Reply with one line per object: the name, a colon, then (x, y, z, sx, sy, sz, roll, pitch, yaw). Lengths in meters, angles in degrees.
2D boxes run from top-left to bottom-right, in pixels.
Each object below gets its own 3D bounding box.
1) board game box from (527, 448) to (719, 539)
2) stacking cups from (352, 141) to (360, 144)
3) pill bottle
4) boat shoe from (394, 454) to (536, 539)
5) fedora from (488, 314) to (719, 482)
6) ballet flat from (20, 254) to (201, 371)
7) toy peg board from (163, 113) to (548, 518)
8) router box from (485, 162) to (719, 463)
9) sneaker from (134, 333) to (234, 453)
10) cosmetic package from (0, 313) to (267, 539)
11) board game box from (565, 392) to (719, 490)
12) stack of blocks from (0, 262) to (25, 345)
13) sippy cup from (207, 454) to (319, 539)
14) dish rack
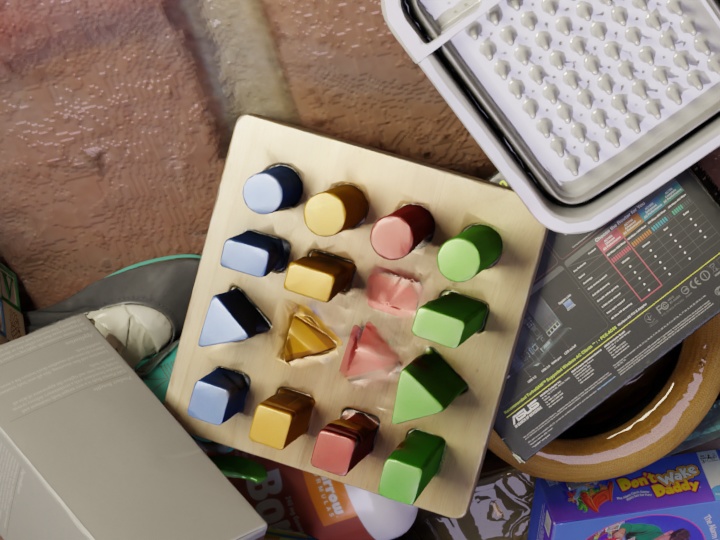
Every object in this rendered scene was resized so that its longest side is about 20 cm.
board game box: (0.185, 0.217, 1.567, 0.134, 0.045, 0.201, -6, 136, -10)
stacking cups: (0.000, 0.000, 1.424, 0.060, 0.061, 0.201, -6, 131, 1)
pill bottle: (-0.031, 0.145, 1.524, 0.199, 0.113, 0.112, -20, 135, 15)
boat shoe: (0.112, 0.159, 1.589, 0.199, 0.068, 0.072, -8, 113, 4)
fedora: (0.146, 0.035, 1.421, 0.199, 0.082, 0.202, 2, 100, 8)
ballet flat: (-0.181, 0.049, 1.440, 0.199, 0.073, 0.073, -16, 136, 11)
toy peg board: (-0.012, 0.031, 1.291, 0.198, 0.098, 0.201, 17, 99, 9)
router box: (0.129, -0.002, 1.340, 0.200, 0.062, 0.150, -38, 90, 14)
sneaker: (-0.086, 0.046, 1.399, 0.083, 0.121, 0.200, 34, 141, 17)
cosmetic package: (-0.159, 0.130, 1.320, 0.107, 0.200, 0.090, -19, 146, -36)
board game box: (0.235, 0.085, 1.480, 0.199, 0.135, 0.028, -21, 97, 17)
stack of blocks: (-0.277, 0.000, 1.344, 0.058, 0.116, 0.200, -17, 153, 13)
sippy cup: (-0.090, 0.219, 1.439, 0.130, 0.140, 0.178, 3, 140, -7)
dish rack: (0.125, -0.137, 1.244, 0.171, 0.044, 0.200, -35, 109, 11)
